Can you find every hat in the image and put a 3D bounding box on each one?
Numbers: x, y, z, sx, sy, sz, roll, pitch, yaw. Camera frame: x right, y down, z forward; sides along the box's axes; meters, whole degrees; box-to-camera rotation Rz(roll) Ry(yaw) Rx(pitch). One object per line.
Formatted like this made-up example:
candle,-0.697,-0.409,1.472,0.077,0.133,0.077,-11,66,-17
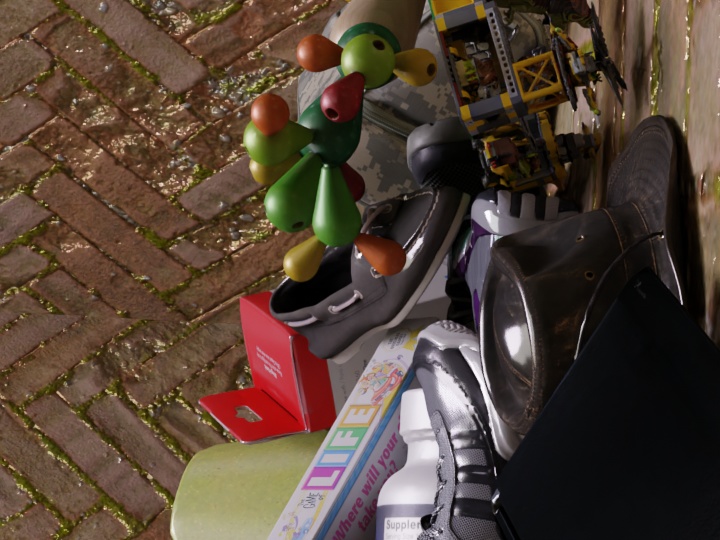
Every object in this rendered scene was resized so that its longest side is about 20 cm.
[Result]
hat,0.097,0.025,1.034,0.201,0.080,0.202,-177,90,-88

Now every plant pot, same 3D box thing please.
plant pot,-0.017,0.179,1.442,0.200,0.183,0.202,0,-90,-70

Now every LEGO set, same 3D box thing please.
LEGO set,0.099,-0.144,1.177,0.154,0.115,0.201,56,-161,-63

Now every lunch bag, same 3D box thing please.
lunch bag,0.052,-0.134,1.471,0.168,0.139,0.200,-61,13,21

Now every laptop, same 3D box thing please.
laptop,0.124,0.132,0.889,0.177,0.103,0.201,-115,2,-67

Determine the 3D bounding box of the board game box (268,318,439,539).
board game box,0.023,0.145,1.267,0.135,0.034,0.200,56,-132,-30

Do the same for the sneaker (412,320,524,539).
sneaker,0.043,0.121,1.086,0.076,0.113,0.201,79,166,-61

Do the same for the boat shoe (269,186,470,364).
boat shoe,0.000,0.000,1.272,0.200,0.057,0.067,-47,19,60

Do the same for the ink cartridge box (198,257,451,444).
ink cartridge box,-0.002,0.046,1.439,0.116,0.199,0.068,-151,49,-67

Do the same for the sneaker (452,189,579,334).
sneaker,0.080,0.021,1.189,0.200,0.074,0.088,62,-145,-75

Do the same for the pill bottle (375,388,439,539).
pill bottle,0.064,0.165,1.186,0.116,0.115,0.201,112,162,-80

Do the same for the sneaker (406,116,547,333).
sneaker,0.077,-0.017,1.309,0.200,0.076,0.115,60,-157,-67

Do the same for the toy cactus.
toy cactus,0.001,-0.089,1.171,0.200,0.102,0.166,97,-164,-63
